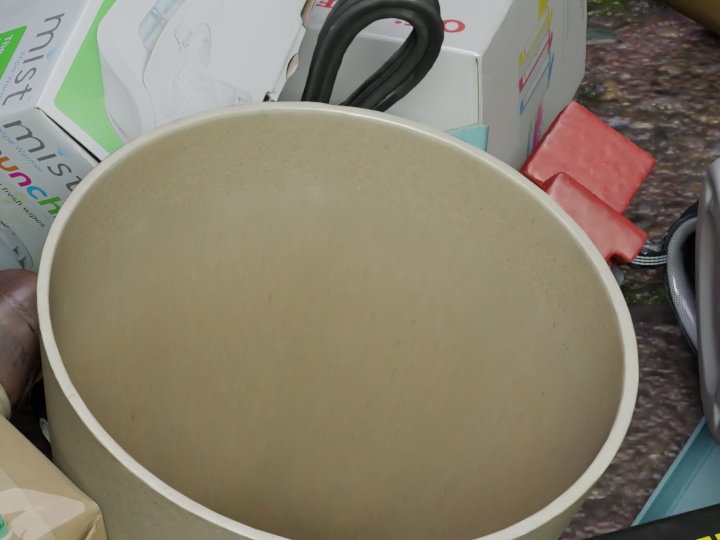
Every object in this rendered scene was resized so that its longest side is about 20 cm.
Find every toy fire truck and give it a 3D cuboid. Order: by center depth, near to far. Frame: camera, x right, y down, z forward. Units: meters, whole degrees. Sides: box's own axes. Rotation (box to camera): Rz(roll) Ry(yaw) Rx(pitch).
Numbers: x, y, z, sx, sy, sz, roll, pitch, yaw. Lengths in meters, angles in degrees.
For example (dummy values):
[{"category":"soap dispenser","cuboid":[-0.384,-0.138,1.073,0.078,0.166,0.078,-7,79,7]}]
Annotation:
[{"category":"toy fire truck","cuboid":[0.061,0.016,0.896,0.049,0.141,0.200,35,82,-3]}]

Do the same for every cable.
[{"category":"cable","cuboid":[-0.023,-0.049,0.896,0.096,0.201,0.050,9,40,-4]}]

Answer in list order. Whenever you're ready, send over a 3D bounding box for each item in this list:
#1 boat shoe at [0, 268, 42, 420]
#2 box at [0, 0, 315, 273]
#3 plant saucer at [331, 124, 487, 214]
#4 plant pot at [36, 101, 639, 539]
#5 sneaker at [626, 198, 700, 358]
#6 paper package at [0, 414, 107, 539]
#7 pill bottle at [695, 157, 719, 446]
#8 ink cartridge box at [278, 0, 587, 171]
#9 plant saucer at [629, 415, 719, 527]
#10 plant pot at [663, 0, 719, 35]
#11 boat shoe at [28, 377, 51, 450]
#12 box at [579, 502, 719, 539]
[{"category":"boat shoe","cuboid":[-0.156,0.035,0.832,0.072,0.200,0.072,45,69,-5]},{"category":"box","cuboid":[-0.115,-0.095,0.871,0.176,0.097,0.201,-11,46,43]},{"category":"plant saucer","cuboid":[0.000,0.000,0.849,0.070,0.200,0.019,-16,70,-16]},{"category":"plant pot","cuboid":[-0.024,0.079,0.724,0.186,0.201,0.188,8,46,-8]},{"category":"sneaker","cuboid":[0.205,0.015,0.885,0.199,0.076,0.114,21,24,35]},{"category":"paper package","cuboid":[-0.168,0.111,0.715,0.103,0.191,0.200,-30,46,-26]},{"category":"pill bottle","cuboid":[0.228,0.010,0.791,0.199,0.112,0.111,-1,38,2]},{"category":"ink cartridge box","cuboid":[0.021,-0.100,1.021,0.128,0.126,0.200,11,42,18]},{"category":"plant saucer","cuboid":[0.145,0.104,0.842,0.070,0.019,0.200,18,42,25]},{"category":"plant pot","cuboid":[0.277,-0.149,1.044,0.186,0.187,0.200,-30,59,-30]},{"category":"boat shoe","cuboid":[-0.108,0.021,0.903,0.074,0.093,0.200,-11,39,-11]},{"category":"box","cuboid":[0.171,0.147,0.743,0.199,0.050,0.160,-12,42,-17]}]
